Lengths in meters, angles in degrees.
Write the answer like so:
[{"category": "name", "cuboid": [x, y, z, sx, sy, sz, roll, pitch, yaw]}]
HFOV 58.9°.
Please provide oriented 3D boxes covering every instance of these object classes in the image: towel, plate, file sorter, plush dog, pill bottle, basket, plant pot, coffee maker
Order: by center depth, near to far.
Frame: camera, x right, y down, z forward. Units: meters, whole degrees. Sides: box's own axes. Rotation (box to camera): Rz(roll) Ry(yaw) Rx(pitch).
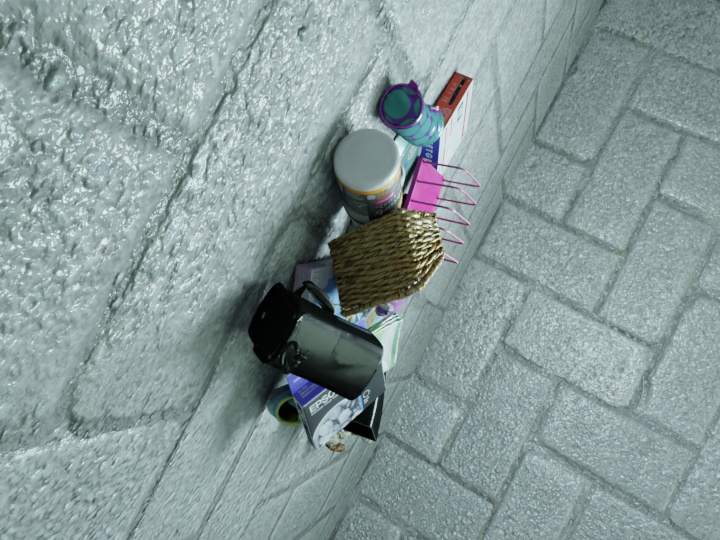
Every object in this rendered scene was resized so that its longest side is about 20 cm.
[{"category": "coffee maker", "cuboid": [-0.069, 0.137, 1.059, 0.135, 0.198, 0.194, -44, -143, 25]}, {"category": "pill bottle", "cuboid": [0.018, -0.150, 1.134, 0.117, 0.115, 0.201, -57, 163, -16]}, {"category": "basket", "cuboid": [0.058, -0.007, 1.151, 0.198, 0.152, 0.141, -23, 164, 40]}, {"category": "towel", "cuboid": [0.015, 0.189, 1.337, 0.199, 0.030, 0.152, -29, 134, -43]}, {"category": "plate", "cuboid": [0.094, -0.236, 1.402, 0.201, 0.025, 0.201, -54, 162, -26]}, {"category": "file sorter", "cuboid": [0.183, -0.132, 1.465, 0.138, 0.124, 0.204, 24, 83, -58]}, {"category": "plant pot", "cuboid": [-0.028, 0.298, 1.614, 0.201, 0.196, 0.180, 78, 32, -67]}, {"category": "plush dog", "cuboid": [-0.057, 0.434, 1.875, 0.171, 0.159, 0.203, -34, 123, -32]}]

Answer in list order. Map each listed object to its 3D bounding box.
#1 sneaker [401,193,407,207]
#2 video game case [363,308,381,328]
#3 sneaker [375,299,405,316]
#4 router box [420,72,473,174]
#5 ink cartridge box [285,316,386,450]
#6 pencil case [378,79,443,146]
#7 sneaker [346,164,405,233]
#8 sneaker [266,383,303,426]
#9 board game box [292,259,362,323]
[{"category": "sneaker", "cuboid": [0.107, -0.108, 1.561, 0.114, 0.076, 0.201, -45, 152, -31]}, {"category": "video game case", "cuboid": [0.001, 0.137, 1.472, 0.184, 0.022, 0.200, -57, 166, -13]}, {"category": "sneaker", "cuboid": [0.055, 0.061, 1.346, 0.199, 0.072, 0.115, -15, 139, -58]}, {"category": "router box", "cuboid": [0.205, -0.338, 1.535, 0.181, 0.048, 0.201, -59, 164, -21]}, {"category": "ink cartridge box", "cuboid": [-0.039, 0.221, 1.236, 0.197, 0.043, 0.202, -36, 137, -24]}, {"category": "pencil case", "cuboid": [0.101, -0.296, 1.219, 0.093, 0.085, 0.200, -49, 168, 14]}, {"category": "sneaker", "cuboid": [0.059, -0.140, 1.324, 0.145, 0.077, 0.204, -18, 144, -53]}, {"category": "sneaker", "cuboid": [-0.094, 0.255, 1.307, 0.198, 0.081, 0.130, -30, -170, -10]}, {"category": "board game box", "cuboid": [-0.062, 0.081, 1.237, 0.199, 0.043, 0.203, -12, 112, -56]}]
